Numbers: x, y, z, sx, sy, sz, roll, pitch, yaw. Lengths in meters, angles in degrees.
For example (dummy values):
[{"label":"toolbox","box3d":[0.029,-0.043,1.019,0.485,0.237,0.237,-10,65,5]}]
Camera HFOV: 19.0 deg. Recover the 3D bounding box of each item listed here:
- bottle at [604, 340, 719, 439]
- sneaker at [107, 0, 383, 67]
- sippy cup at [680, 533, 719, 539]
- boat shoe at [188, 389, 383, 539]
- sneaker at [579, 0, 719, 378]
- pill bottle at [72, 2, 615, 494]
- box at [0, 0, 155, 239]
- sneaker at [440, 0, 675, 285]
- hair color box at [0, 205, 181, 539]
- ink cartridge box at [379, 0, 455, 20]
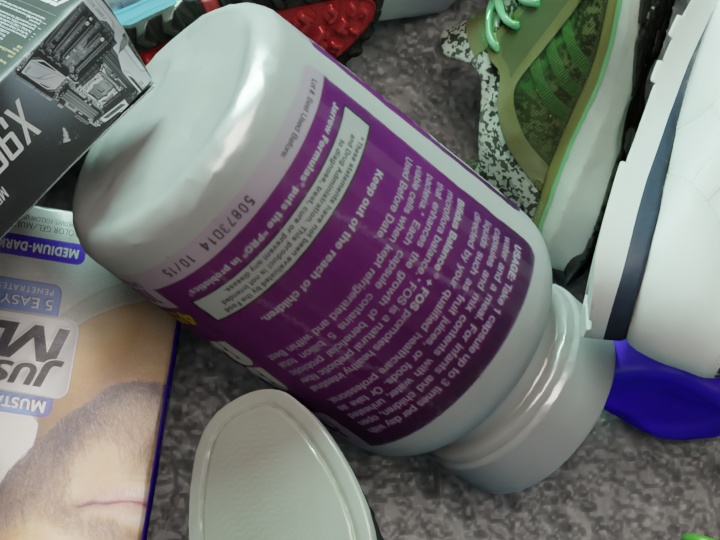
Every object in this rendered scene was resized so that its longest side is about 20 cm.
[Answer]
[{"label":"bottle","box3d":[0.152,-0.031,0.879,0.065,0.083,0.201,30,65,-21]},{"label":"sneaker","box3d":[-0.092,-0.107,0.846,0.199,0.079,0.096,-12,58,0]},{"label":"sippy cup","box3d":[0.108,0.192,0.774,0.139,0.130,0.178,-15,75,-12]},{"label":"boat shoe","box3d":[-0.002,0.139,0.774,0.074,0.060,0.201,-31,71,18]},{"label":"sneaker","box3d":[0.145,-0.052,0.812,0.080,0.076,0.201,16,70,10]},{"label":"pill bottle","box3d":[0.000,0.000,0.803,0.200,0.112,0.113,37,68,-27]},{"label":"box","box3d":[-0.195,-0.056,0.769,0.200,0.050,0.158,23,63,40]},{"label":"sneaker","box3d":[0.074,-0.094,0.853,0.088,0.201,0.077,17,26,13]},{"label":"hair color box","box3d":[-0.132,0.077,0.816,0.109,0.065,0.201,9,72,-5]},{"label":"ink cartridge box","box3d":[0.007,-0.224,0.884,0.087,0.145,0.200,-17,70,-53]}]
